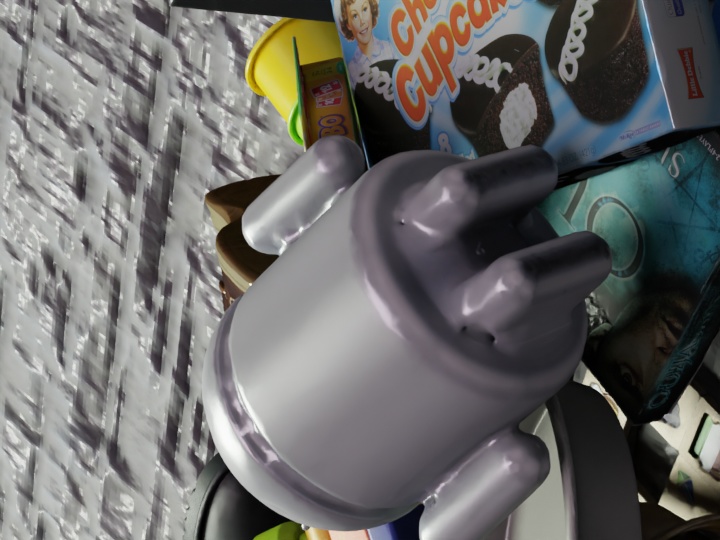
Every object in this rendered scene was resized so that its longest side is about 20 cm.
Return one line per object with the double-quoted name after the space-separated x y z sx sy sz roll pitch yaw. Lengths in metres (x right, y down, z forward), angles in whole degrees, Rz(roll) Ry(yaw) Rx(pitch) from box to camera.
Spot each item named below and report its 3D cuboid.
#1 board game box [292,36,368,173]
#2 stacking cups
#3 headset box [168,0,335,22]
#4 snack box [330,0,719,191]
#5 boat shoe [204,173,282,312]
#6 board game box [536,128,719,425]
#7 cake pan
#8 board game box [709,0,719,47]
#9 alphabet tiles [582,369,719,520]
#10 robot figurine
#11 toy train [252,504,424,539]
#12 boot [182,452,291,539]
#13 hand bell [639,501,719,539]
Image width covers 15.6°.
0.000 0.000 1.168 0.096 0.030 0.201 -98 -6 -55 "board game box"
0.017 -0.039 1.279 0.200 0.060 0.061 55 138 28 "stacking cups"
-0.038 -0.238 1.216 0.175 0.092 0.201 115 150 -44 "headset box"
0.064 -0.090 1.067 0.200 0.037 0.117 -21 80 55 "snack box"
-0.039 0.005 1.319 0.200 0.072 0.072 -134 34 -72 "boat shoe"
0.091 -0.053 1.096 0.200 0.028 0.136 53 137 33 "board game box"
0.071 0.134 1.099 0.200 0.036 0.202 -175 90 -76 "cake pan"
0.096 -0.104 1.149 0.200 0.056 0.197 38 127 43 "board game box"
0.136 0.144 1.202 0.167 0.008 0.201 47 134 37 "alphabet tiles"
0.012 0.031 1.049 0.200 0.113 0.170 -42 70 40 "robot figurine"
-0.011 0.121 1.312 0.116 0.084 0.201 -35 65 34 "toy train"
-0.026 0.206 1.390 0.162 0.073 0.199 42 138 44 "boot"
0.102 0.114 1.182 0.200 0.104 0.105 -139 49 -57 "hand bell"
